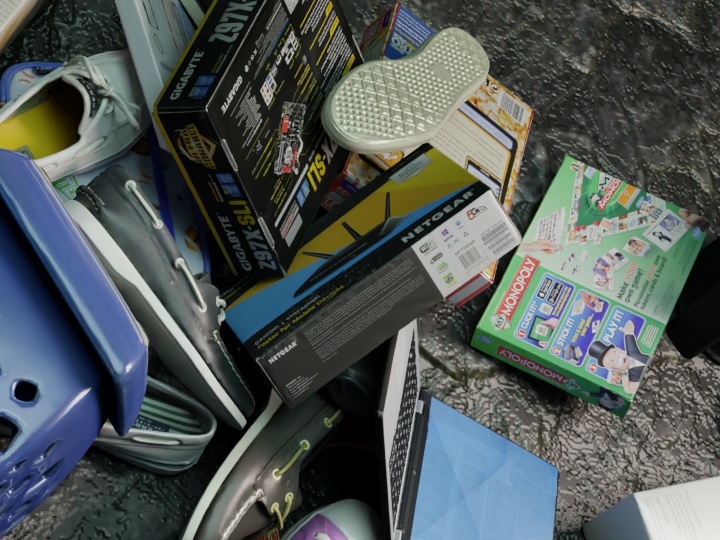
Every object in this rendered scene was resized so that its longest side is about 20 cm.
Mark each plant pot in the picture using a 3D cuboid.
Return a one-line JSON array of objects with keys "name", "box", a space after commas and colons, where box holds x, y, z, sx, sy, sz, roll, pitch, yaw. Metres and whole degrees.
[{"name": "plant pot", "box": [-0.242, 0.049, 1.365, 0.179, 0.200, 0.201, -32, 80, -13]}]

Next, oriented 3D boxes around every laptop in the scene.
[{"name": "laptop", "box": [0.080, 0.124, 1.554, 0.115, 0.201, 0.188, 1, 35, 7]}]

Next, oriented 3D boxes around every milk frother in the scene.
[{"name": "milk frother", "box": [0.367, 0.040, 1.740, 0.200, 0.188, 0.181, 42, 55, -2]}]

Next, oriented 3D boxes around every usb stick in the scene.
[{"name": "usb stick", "box": [0.007, 0.039, 1.596, 0.055, 0.033, 0.200, 38, 28, -14]}]

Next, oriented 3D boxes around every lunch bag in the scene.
[{"name": "lunch bag", "box": [-0.188, -0.059, 1.562, 0.159, 0.076, 0.201, 3, 65, -30]}]

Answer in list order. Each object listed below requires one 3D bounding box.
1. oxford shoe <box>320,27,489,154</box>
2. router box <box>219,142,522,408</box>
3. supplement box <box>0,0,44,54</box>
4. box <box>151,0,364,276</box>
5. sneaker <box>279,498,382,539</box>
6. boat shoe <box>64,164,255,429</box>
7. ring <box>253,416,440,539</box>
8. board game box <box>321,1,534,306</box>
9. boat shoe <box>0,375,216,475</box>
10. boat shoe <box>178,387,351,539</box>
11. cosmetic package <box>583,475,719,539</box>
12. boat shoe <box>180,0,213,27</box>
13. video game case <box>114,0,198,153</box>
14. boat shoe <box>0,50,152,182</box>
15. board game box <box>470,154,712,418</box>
[{"name": "oxford shoe", "box": [0.030, -0.124, 1.615, 0.075, 0.058, 0.200, 50, 37, 2]}, {"name": "router box", "box": [0.000, 0.000, 1.531, 0.200, 0.149, 0.051, -36, 112, -5]}, {"name": "supplement box", "box": [-0.288, -0.173, 1.534, 0.073, 0.126, 0.200, 37, 53, -7]}, {"name": "box", "box": [-0.064, -0.122, 1.545, 0.201, 0.049, 0.160, -66, 146, -37]}, {"name": "sneaker", "box": [-0.036, 0.225, 1.454, 0.073, 0.114, 0.201, 43, 61, -4]}, {"name": "boat shoe", "box": [-0.125, 0.019, 1.481, 0.060, 0.075, 0.200, -42, 110, -20]}, {"name": "ring", "box": [0.000, 0.186, 1.570, 0.199, 0.019, 0.202, 13, 59, -23]}, {"name": "board game box", "box": [0.052, -0.093, 1.696, 0.151, 0.046, 0.201, 36, 44, -19]}, {"name": "boat shoe", "box": [-0.192, 0.080, 1.490, 0.199, 0.067, 0.074, 17, 58, -20]}, {"name": "boat shoe", "box": [-0.065, 0.142, 1.500, 0.060, 0.072, 0.202, 31, 50, 2]}, {"name": "cosmetic package", "box": [0.284, 0.218, 1.671, 0.199, 0.081, 0.113, -4, 67, -31]}, {"name": "boat shoe", "box": [-0.068, -0.166, 1.647, 0.202, 0.063, 0.074, 56, 15, -26]}, {"name": "video game case", "box": [-0.115, -0.131, 1.596, 0.200, 0.018, 0.144, 27, 41, -65]}, {"name": "boat shoe", "box": [-0.193, -0.112, 1.480, 0.202, 0.086, 0.075, -32, 87, -44]}, {"name": "board game box", "box": [0.186, 0.009, 1.734, 0.134, 0.029, 0.200, 25, 54, 8]}]
